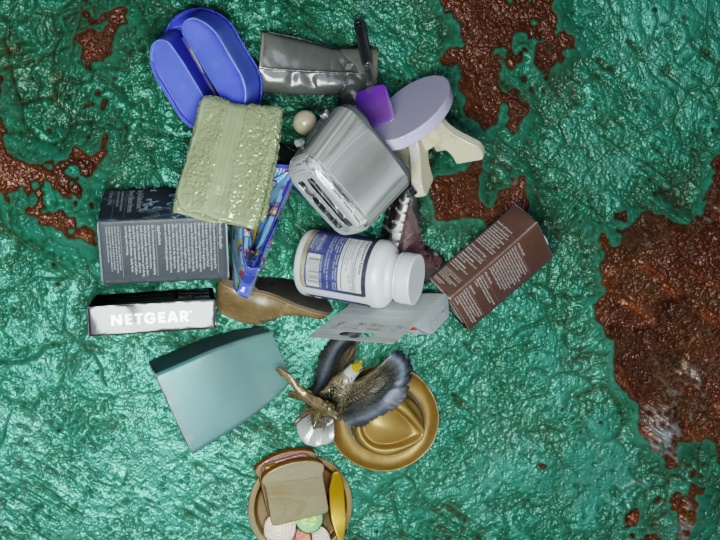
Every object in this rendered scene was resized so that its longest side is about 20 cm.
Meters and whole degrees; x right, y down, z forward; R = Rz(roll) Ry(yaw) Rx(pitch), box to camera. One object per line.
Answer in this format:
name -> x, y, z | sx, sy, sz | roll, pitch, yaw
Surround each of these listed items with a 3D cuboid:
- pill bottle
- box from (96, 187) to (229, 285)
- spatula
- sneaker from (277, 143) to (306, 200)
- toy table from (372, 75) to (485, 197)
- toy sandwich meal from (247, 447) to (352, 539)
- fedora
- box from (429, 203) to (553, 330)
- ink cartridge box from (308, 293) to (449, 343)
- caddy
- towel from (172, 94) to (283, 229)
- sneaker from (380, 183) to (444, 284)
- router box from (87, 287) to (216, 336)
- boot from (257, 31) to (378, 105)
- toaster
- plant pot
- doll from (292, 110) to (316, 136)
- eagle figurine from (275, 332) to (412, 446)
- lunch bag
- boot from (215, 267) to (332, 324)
pill bottle -> 0.000, 0.000, 1.672 | 0.197, 0.111, 0.113 | 10, 96, 21
box -> -0.310, -0.058, 1.624 | 0.197, 0.149, 0.109 | -3, 113, -10
spatula -> 0.011, -0.323, 1.656 | 0.056, 0.021, 0.203 | -16, 64, 14
sneaker -> -0.092, -0.171, 1.704 | 0.199, 0.070, 0.078 | 39, 83, -17
toy table -> 0.100, -0.217, 1.669 | 0.201, 0.182, 0.118 | -53, 129, -37
toy sandwich meal -> -0.101, 0.405, 1.761 | 0.202, 0.070, 0.209 | -1, 96, -10
fedora -> 0.046, 0.262, 1.763 | 0.197, 0.082, 0.204 | -1, 97, -10
box -> 0.224, -0.006, 1.751 | 0.199, 0.075, 0.100 | -39, 134, -3
ink cartridge box -> 0.033, 0.091, 1.655 | 0.160, 0.200, 0.058 | 1, 115, 30
caddy -> -0.245, -0.319, 1.642 | 0.140, 0.105, 0.202 | -27, 101, 18
towel -> -0.197, -0.166, 1.556 | 0.146, 0.037, 0.203 | 10, 74, 6
sneaker -> 0.096, -0.056, 1.750 | 0.114, 0.076, 0.203 | 11, 104, -16
router box -> -0.331, 0.065, 1.644 | 0.197, 0.149, 0.052 | -3, 96, -9
boot -> -0.073, -0.297, 1.689 | 0.197, 0.072, 0.185 | 1, 82, -16
toaster -> -0.016, -0.146, 1.580 | 0.200, 0.113, 0.129 | 48, 69, -18
plant pot -> -0.224, 0.178, 1.683 | 0.198, 0.141, 0.143 | -26, 100, -13
doll -> -0.045, -0.170, 1.658 | 0.136, 0.048, 0.201 | -36, 99, -18
eagle figurine -> -0.023, 0.185, 1.684 | 0.149, 0.199, 0.154 | -14, 99, 35
lunch bag -> -0.172, -0.058, 1.624 | 0.093, 0.151, 0.203 | 13, 71, -10
boot -> -0.147, 0.057, 1.725 | 0.197, 0.074, 0.076 | 15, 112, -7
